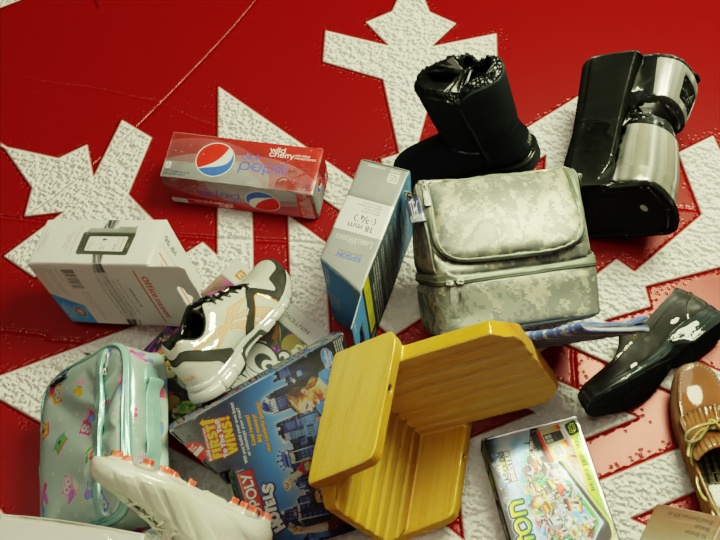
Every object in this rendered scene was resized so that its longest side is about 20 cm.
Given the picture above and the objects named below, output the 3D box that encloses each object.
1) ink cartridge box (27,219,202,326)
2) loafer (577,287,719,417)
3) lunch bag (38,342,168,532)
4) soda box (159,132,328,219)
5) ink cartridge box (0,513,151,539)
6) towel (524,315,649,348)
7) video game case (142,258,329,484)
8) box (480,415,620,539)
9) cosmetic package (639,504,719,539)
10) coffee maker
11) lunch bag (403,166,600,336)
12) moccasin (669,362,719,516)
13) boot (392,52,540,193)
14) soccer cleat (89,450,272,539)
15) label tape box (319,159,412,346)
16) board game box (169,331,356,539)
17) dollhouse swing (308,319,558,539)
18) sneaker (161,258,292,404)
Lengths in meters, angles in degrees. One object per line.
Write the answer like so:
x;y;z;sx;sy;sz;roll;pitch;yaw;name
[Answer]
-0.259;0.003;1.137;0.197;0.117;0.068;2;53;19;ink cartridge box
0.309;0.090;1.097;0.199;0.073;0.072;-28;54;-21;loafer
-0.267;0.180;1.045;0.160;0.077;0.202;-29;57;35;lunch bag
-0.143;-0.118;1.247;0.197;0.064;0.071;8;63;8;soda box
-0.259;0.332;0.933;0.143;0.201;0.149;5;61;7;ink cartridge box
0.179;0.067;1.031;0.198;0.144;0.024;-14;80;42;towel
-0.146;0.109;1.139;0.181;0.036;0.200;37;71;22;video game case
0.202;0.260;1.027;0.109;0.035;0.202;-14;61;-2;box
0.288;0.329;0.918;0.087;0.103;0.201;36;72;-16;cosmetic package
0.294;-0.154;1.188;0.190;0.135;0.202;11;62;12;coffee maker
0.151;-0.023;1.088;0.197;0.139;0.170;-7;91;-4;lunch bag
0.366;0.189;1.027;0.073;0.078;0.204;-1;61;4;moccasin
0.098;-0.172;1.168;0.198;0.168;0.077;-7;53;28;boot
-0.172;0.235;0.946;0.199;0.069;0.078;31;74;-23;soccer cleat
0.000;0.000;1.123;0.063;0.145;0.202;15;64;13;label tape box
-0.091;0.187;1.044;0.197;0.062;0.203;-14;90;-10;board game box
0.085;0.164;0.967;0.174;0.200;0.184;-3;60;28;dollhouse swing
-0.140;0.047;1.080;0.073;0.080;0.201;-16;30;38;sneaker
